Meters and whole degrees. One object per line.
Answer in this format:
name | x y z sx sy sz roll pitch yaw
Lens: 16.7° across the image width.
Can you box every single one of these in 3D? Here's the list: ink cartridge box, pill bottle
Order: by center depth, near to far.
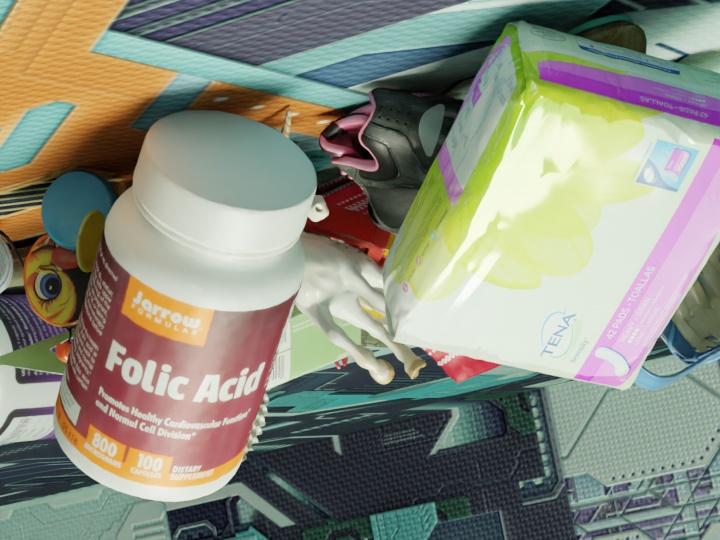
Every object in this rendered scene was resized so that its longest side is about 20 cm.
pill bottle | -0.096 0.019 1.359 0.114 0.114 0.200 -6 130 -33
ink cartridge box | -0.120 0.035 1.560 0.200 0.048 0.146 9 -163 31
pill bottle | -0.266 0.072 1.819 0.111 0.111 0.200 -18 169 40

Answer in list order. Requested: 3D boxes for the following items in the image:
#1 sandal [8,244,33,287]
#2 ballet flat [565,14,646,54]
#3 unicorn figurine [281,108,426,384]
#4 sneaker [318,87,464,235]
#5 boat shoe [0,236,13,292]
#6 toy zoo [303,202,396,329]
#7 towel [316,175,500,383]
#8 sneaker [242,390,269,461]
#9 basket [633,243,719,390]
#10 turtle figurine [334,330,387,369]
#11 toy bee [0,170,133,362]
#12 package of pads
sandal | -0.192 0.004 1.643 0.200 0.054 0.080 -13 172 16
ballet flat | 0.118 -0.084 1.385 0.068 0.072 0.200 -9 172 -19
unicorn figurine | -0.014 0.003 1.457 0.074 0.137 0.200 -47 170 -10
sneaker | 0.020 -0.068 1.438 0.095 0.079 0.200 13 167 -8
boat shoe | -0.316 0.023 1.537 0.200 0.074 0.067 -10 169 -16
toy zoo | 0.000 0.000 1.586 0.200 0.020 0.131 18 157 -2
towel | 0.054 -0.002 1.627 0.145 0.022 0.200 -22 131 37
sneaker | -0.116 0.056 1.676 0.099 0.200 0.070 -6 142 21
basket | 0.209 -0.024 1.614 0.200 0.176 0.139 -22 164 -33
turtle figurine | 0.029 0.003 1.795 0.200 0.101 0.150 -26 -178 18
toy bee | -0.153 -0.003 1.461 0.200 0.109 0.131 -18 169 37
package of pads | 0.110 -0.031 1.323 0.154 0.068 0.200 13 129 -16
